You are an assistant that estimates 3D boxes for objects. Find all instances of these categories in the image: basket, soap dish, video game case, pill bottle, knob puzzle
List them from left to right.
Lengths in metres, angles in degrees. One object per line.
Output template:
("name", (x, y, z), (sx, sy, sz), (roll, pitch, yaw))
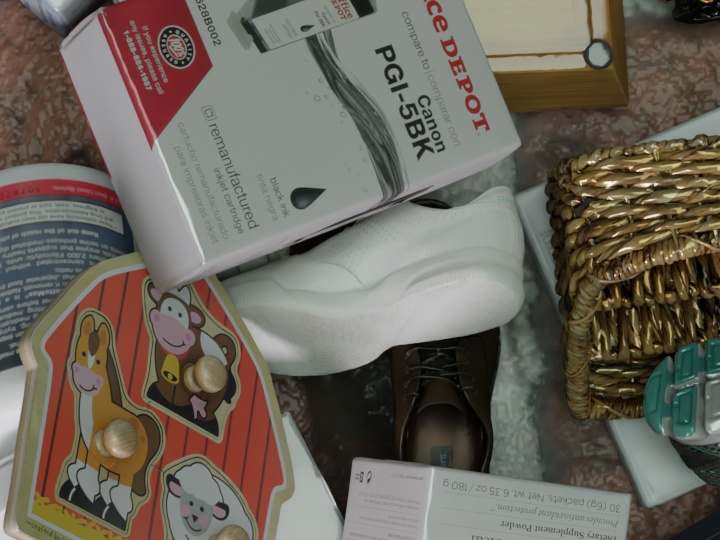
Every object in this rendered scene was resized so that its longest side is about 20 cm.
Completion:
("pill bottle", (-0.167, 0.054, 1.425), (0.119, 0.120, 0.200), (-7, 57, -4))
("knob puzzle", (-0.097, 0.074, 1.371), (0.030, 0.220, 0.220), (-19, 87, 38))
("soap dish", (0.055, -0.170, 1.511), (0.200, 0.081, 0.158), (-3, 86, -5))
("video game case", (0.209, 0.013, 1.537), (0.182, 0.024, 0.200), (-23, 88, -5))
("basket", (0.211, 0.001, 1.455), (0.200, 0.143, 0.149), (-5, 85, -3))

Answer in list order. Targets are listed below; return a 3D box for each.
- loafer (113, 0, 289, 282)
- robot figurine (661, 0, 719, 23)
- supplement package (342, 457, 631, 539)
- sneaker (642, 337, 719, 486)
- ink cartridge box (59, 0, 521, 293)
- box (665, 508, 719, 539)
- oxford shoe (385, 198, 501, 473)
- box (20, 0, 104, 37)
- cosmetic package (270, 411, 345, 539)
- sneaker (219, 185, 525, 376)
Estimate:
("loafer", (-0.104, -0.078, 1.478), (0.070, 0.070, 0.200), (-24, 108, -5))
("robot figurine", (0.256, -0.182, 1.505), (0.200, 0.058, 0.145), (17, 127, -11))
("supplement package", (0.056, 0.207, 1.394), (0.121, 0.120, 0.200), (9, 85, -20))
("sneaker", (0.261, 0.073, 1.448), (0.200, 0.091, 0.078), (-8, 51, 16))
("ink cartridge box", (-0.036, -0.093, 1.387), (0.200, 0.083, 0.147), (-22, 88, -24))
("box", (0.246, 0.197, 1.470), (0.200, 0.079, 0.141), (-29, 50, -5))
("oxford shoe", (0.049, 0.056, 1.495), (0.073, 0.084, 0.200), (-6, 85, -2))
("box", (-0.180, -0.269, 1.491), (0.200, 0.105, 0.184), (43, 85, -1))
("cosmetic package", (-0.106, 0.168, 1.477), (0.200, 0.090, 0.107), (-24, 87, -8))
("sneaker", (0.000, 0.000, 1.470), (0.200, 0.075, 0.089), (-10, 53, 21))
